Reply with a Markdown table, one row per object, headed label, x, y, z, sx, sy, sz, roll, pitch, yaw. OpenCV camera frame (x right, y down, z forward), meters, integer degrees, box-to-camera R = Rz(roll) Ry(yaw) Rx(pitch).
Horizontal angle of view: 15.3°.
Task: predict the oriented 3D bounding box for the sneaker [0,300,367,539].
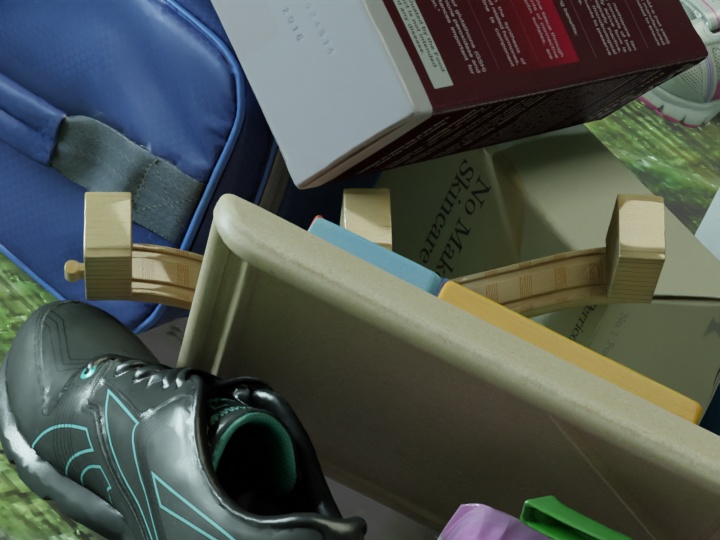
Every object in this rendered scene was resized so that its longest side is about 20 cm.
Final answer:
| label | x | y | z | sx | sy | sz | roll | pitch | yaw |
| --- | --- | --- | --- | --- | --- | --- | --- | --- | --- |
| sneaker | -0.051 | 0.059 | 0.833 | 0.075 | 0.079 | 0.200 | 4 | 30 | -35 |

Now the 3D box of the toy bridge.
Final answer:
| label | x | y | z | sx | sy | sz | roll | pitch | yaw |
| --- | --- | --- | --- | --- | --- | --- | --- | --- | --- |
| toy bridge | 0.000 | 0.000 | 0.907 | 0.200 | 0.067 | 0.027 | 0 | 61 | -3 |

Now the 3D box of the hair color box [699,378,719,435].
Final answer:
| label | x | y | z | sx | sy | sz | roll | pitch | yaw |
| --- | --- | --- | --- | --- | --- | --- | --- | --- | --- |
| hair color box | 0.216 | 0.087 | 1.042 | 0.200 | 0.061 | 0.100 | -1 | 38 | -44 |

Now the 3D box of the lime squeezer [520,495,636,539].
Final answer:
| label | x | y | z | sx | sy | sz | roll | pitch | yaw |
| --- | --- | --- | --- | --- | --- | --- | --- | --- | --- |
| lime squeezer | 0.127 | 0.118 | 0.747 | 0.071 | 0.038 | 0.200 | 6 | 30 | -37 |

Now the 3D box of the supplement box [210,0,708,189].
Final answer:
| label | x | y | z | sx | sy | sz | roll | pitch | yaw |
| --- | --- | --- | --- | --- | --- | --- | --- | --- | --- |
| supplement box | 0.034 | -0.101 | 0.955 | 0.200 | 0.061 | 0.109 | -15 | 77 | -52 |

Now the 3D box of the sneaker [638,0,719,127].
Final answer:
| label | x | y | z | sx | sy | sz | roll | pitch | yaw |
| --- | --- | --- | --- | --- | --- | --- | --- | --- | --- |
| sneaker | 0.195 | -0.130 | 1.418 | 0.200 | 0.088 | 0.081 | 2 | 33 | -40 |

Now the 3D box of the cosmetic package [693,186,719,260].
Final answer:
| label | x | y | z | sx | sy | sz | roll | pitch | yaw |
| --- | --- | --- | --- | --- | --- | --- | --- | --- | --- |
| cosmetic package | 0.260 | -0.014 | 1.263 | 0.200 | 0.081 | 0.113 | -4 | 37 | -48 |

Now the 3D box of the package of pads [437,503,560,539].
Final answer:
| label | x | y | z | sx | sy | sz | roll | pitch | yaw |
| --- | --- | --- | --- | --- | --- | --- | --- | --- | --- |
| package of pads | 0.092 | 0.154 | 0.778 | 0.200 | 0.076 | 0.121 | 26 | 26 | 3 |

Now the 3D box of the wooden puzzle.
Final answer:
| label | x | y | z | sx | sy | sz | roll | pitch | yaw |
| --- | --- | --- | --- | --- | --- | --- | --- | --- | --- |
| wooden puzzle | 0.032 | 0.046 | 0.851 | 0.185 | 0.037 | 0.200 | 27 | -19 | 2 |

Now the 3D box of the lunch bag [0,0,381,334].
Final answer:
| label | x | y | z | sx | sy | sz | roll | pitch | yaw |
| --- | --- | --- | --- | --- | --- | --- | --- | --- | --- |
| lunch bag | -0.095 | -0.078 | 0.992 | 0.200 | 0.136 | 0.132 | 37 | 27 | 23 |

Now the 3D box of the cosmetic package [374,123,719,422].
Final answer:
| label | x | y | z | sx | sy | sz | roll | pitch | yaw |
| --- | --- | --- | --- | --- | --- | --- | --- | --- | --- |
| cosmetic package | 0.053 | -0.005 | 1.025 | 0.073 | 0.104 | 0.200 | 4 | 31 | -35 |
